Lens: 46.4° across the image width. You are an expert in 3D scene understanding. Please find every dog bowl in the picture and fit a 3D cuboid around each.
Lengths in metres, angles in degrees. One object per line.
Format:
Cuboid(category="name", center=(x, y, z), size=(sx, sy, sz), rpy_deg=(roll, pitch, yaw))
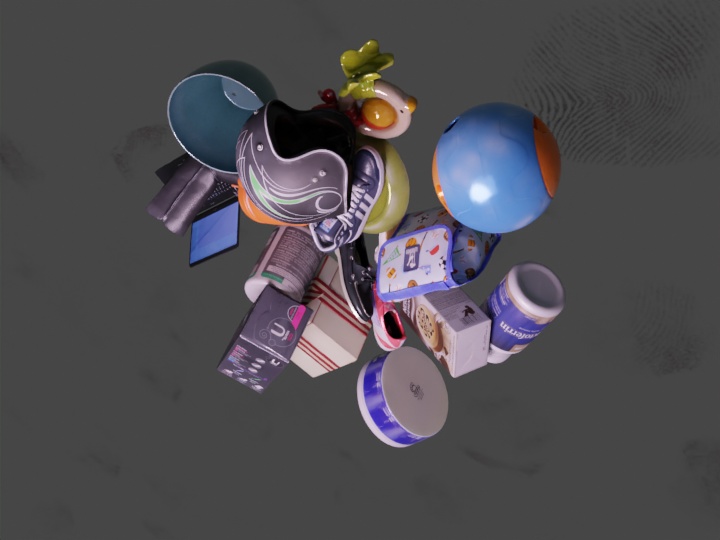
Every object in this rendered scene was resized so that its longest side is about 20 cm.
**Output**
Cuboid(category="dog bowl", center=(0.092, 0.265, 1.777), size=(0.200, 0.201, 0.079), rpy_deg=(47, 133, -14))

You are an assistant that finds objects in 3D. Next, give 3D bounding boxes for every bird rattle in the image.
Cuboid(category="bird rattle", center=(0.006, -0.272, 1.415), size=(0.162, 0.113, 0.200), rpy_deg=(25, 141, -9))

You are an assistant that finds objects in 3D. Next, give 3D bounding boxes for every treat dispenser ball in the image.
Cuboid(category="treat dispenser ball", center=(0.211, -0.159, 1.312), size=(0.199, 0.201, 0.202), rpy_deg=(17, 136, 18))

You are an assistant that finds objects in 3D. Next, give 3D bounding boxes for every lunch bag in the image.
Cuboid(category="lunch bag", center=(0.130, -0.030, 1.483), size=(0.169, 0.200, 0.124), rpy_deg=(-14, 121, 40))

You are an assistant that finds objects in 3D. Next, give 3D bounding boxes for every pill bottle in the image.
Cuboid(category="pill bottle", center=(-0.137, -0.022, 1.644), size=(0.112, 0.201, 0.113), rpy_deg=(18, 148, 12))
Cuboid(category="pill bottle", center=(0.283, 0.082, 1.555), size=(0.115, 0.116, 0.200), rpy_deg=(32, 139, 1))

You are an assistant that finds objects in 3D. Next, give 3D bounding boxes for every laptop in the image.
Cuboid(category="laptop", center=(-0.344, -0.131, 1.756), size=(0.176, 0.104, 0.200), rpy_deg=(-19, 117, 41))

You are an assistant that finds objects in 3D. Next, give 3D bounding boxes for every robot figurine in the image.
Cuboid(category="robot figurine", center=(-0.147, -0.143, 1.552), size=(0.199, 0.144, 0.117), rpy_deg=(6, 121, 41))

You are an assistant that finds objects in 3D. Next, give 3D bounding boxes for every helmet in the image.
Cuboid(category="helmet", center=(-0.108, -0.175, 1.371), size=(0.189, 0.201, 0.201), rpy_deg=(4, 134, 3))

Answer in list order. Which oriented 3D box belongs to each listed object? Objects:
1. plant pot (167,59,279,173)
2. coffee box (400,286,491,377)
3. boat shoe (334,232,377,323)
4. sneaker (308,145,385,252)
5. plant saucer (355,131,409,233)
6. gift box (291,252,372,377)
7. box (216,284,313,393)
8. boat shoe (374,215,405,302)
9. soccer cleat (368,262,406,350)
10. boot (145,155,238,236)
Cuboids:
Cuboid(category="plant pot", center=(-0.225, -0.294, 1.498), size=(0.198, 0.135, 0.201), rpy_deg=(9, 134, 10))
Cuboid(category="coffee box", center=(0.156, 0.088, 1.583), size=(0.200, 0.079, 0.114), rpy_deg=(50, 150, 46))
Cuboid(category="boat shoe", center=(0.001, 0.000, 1.634), size=(0.066, 0.201, 0.074), rpy_deg=(-22, 156, 22))
Cuboid(category="sneaker", center=(-0.026, -0.118, 1.471), size=(0.070, 0.108, 0.201), rpy_deg=(34, 128, 20))
Cuboid(category="plant saucer", center=(-0.002, -0.158, 1.529), size=(0.199, 0.031, 0.202), rpy_deg=(18, 122, 31))
Cuboid(category="gift box", center=(-0.082, 0.081, 1.740), size=(0.186, 0.185, 0.200), rpy_deg=(40, 135, -19))
Cuboid(category="box", center=(-0.183, 0.134, 1.596), size=(0.106, 0.123, 0.200), rpy_deg=(29, 149, -8))
Cuboid(category="boat shoe", center=(0.056, -0.030, 1.627), size=(0.069, 0.071, 0.201), rpy_deg=(31, 140, 41))
Cuboid(category="soccer cleat", center=(0.038, 0.061, 1.679), size=(0.201, 0.068, 0.073), rpy_deg=(67, 156, 5))
Cuboid(category="boot", center=(-0.305, -0.147, 1.665), size=(0.165, 0.066, 0.200), rpy_deg=(42, 95, 4))
